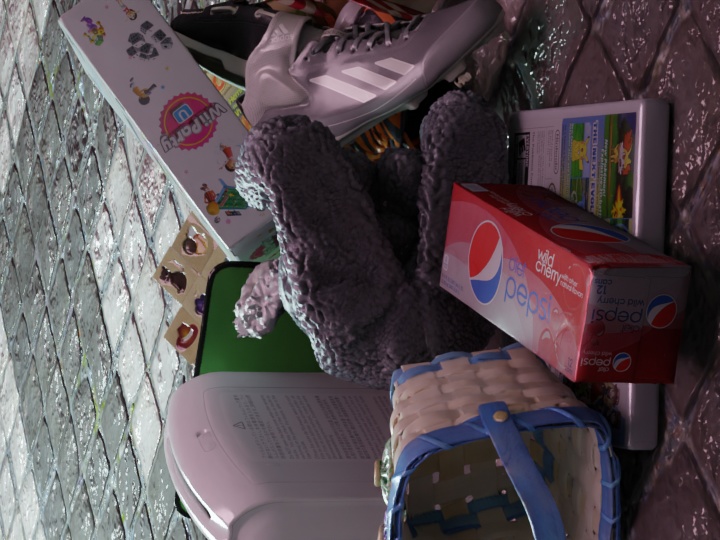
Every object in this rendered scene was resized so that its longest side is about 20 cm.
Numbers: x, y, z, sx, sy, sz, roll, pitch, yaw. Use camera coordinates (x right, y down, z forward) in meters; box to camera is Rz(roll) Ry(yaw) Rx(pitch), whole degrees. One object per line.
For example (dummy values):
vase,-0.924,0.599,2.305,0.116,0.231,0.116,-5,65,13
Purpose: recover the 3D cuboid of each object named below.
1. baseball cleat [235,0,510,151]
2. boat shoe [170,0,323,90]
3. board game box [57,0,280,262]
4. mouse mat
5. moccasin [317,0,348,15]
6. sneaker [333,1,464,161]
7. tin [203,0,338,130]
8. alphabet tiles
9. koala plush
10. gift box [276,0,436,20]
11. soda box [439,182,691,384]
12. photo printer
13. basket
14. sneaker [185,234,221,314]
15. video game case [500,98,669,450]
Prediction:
baseball cleat,-0.003,-0.138,1.558,0.200,0.106,0.070,-34,10,30
boat shoe,-0.079,-0.162,1.719,0.060,0.076,0.200,-59,35,-1
board game box,-0.121,-0.098,1.686,0.200,0.064,0.148,53,177,8
mouse mat,-0.041,0.089,1.694,0.008,0.161,0.200,-117,35,-63
moccasin,-0.045,-0.156,1.833,0.074,0.078,0.202,-169,81,-68
sneaker,0.018,-0.085,1.673,0.112,0.078,0.200,48,142,48
tin,-0.071,-0.121,1.789,0.200,0.042,0.112,-45,65,42
alphabet tiles,-0.066,0.034,1.786,0.200,0.006,0.166,43,123,18
koala plush,0.000,0.000,1.563,0.200,0.177,0.184,146,114,-71
gift box,-0.008,-0.272,1.617,0.187,0.200,0.185,-63,26,19
soda box,0.113,0.005,1.380,0.200,0.063,0.070,-143,58,-65
photo printer,-0.028,0.132,1.605,0.166,0.200,0.070,-122,39,-53
basket,0.084,0.152,1.380,0.200,0.139,0.176,-120,21,-53
sneaker,-0.064,0.042,1.830,0.080,0.076,0.200,-23,95,59
video game case,0.132,0.001,1.449,0.182,0.022,0.200,-177,89,-69
